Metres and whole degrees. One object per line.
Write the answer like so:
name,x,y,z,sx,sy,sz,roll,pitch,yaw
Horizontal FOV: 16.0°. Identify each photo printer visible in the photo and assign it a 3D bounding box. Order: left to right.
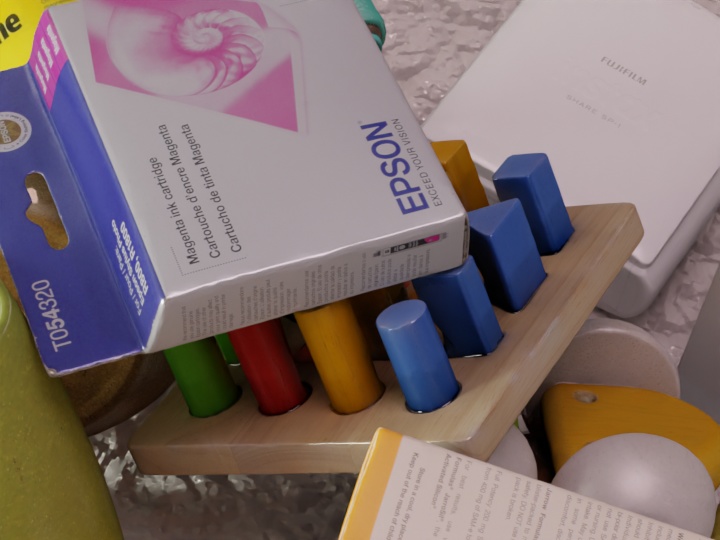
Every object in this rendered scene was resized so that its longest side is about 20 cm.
photo printer,0.141,-0.087,1.475,0.166,0.070,0.200,31,57,13

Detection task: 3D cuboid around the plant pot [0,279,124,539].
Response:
plant pot,-0.199,0.096,1.193,0.186,0.200,0.187,1,40,-1

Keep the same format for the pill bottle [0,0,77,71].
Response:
pill bottle,-0.168,-0.117,1.426,0.112,0.113,0.200,-18,59,-20

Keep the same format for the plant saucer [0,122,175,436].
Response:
plant saucer,-0.178,0.020,1.275,0.199,0.201,0.035,6,36,-4

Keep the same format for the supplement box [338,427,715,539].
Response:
supplement box,0.081,0.158,1.138,0.199,0.126,0.074,18,55,2

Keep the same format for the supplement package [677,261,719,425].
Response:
supplement package,0.277,0.007,1.349,0.152,0.200,0.151,31,56,13

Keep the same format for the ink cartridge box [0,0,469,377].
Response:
ink cartridge box,-0.076,-0.057,1.192,0.199,0.043,0.197,-15,51,-15

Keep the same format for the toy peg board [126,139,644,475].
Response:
toy peg board,0.000,0.000,1.236,0.199,0.098,0.200,-4,32,35

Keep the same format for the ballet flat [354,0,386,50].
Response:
ballet flat,-0.032,-0.094,1.376,0.067,0.200,0.071,-7,59,-21

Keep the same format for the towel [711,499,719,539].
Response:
towel,0.208,0.210,1.259,0.144,0.023,0.200,42,49,-27

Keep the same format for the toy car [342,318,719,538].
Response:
toy car,0.078,0.111,1.286,0.199,0.150,0.175,9,27,-6
